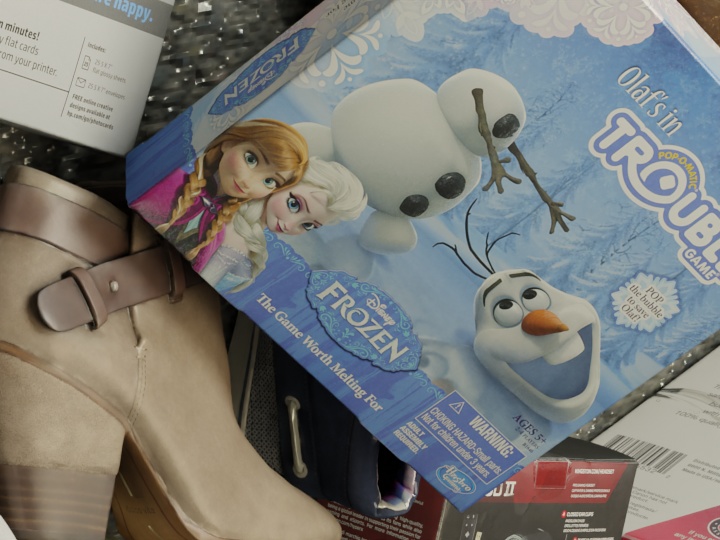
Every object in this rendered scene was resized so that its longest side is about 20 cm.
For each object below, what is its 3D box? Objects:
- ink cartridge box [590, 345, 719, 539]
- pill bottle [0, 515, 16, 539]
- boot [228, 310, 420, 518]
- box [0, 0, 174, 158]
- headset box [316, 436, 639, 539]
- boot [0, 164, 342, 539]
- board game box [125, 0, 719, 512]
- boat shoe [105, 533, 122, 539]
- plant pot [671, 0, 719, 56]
[{"bbox_3d":[0.194,0.120,1.459,0.200,0.144,0.085,-32,127,-40],"label":"ink cartridge box"},{"bbox_3d":[-0.215,0.143,0.997,0.200,0.111,0.112,-20,117,-46],"label":"pill bottle"},{"bbox_3d":[0.000,0.000,1.225,0.073,0.090,0.201,-6,107,-49],"label":"boot"},{"bbox_3d":[-0.119,-0.155,1.069,0.156,0.041,0.201,17,88,-52],"label":"box"},{"bbox_3d":[0.043,0.153,1.342,0.149,0.077,0.201,5,98,-52],"label":"headset box"},{"bbox_3d":[-0.075,0.037,1.151,0.200,0.070,0.147,11,81,-50],"label":"boot"},{"bbox_3d":[0.050,-0.029,1.111,0.199,0.043,0.200,-38,119,18],"label":"board game box"},{"bbox_3d":[-0.088,0.147,1.184,0.201,0.072,0.060,20,104,-44],"label":"boat shoe"},{"bbox_3d":[0.120,-0.072,1.224,0.187,0.187,0.201,-24,139,-44],"label":"plant pot"}]
